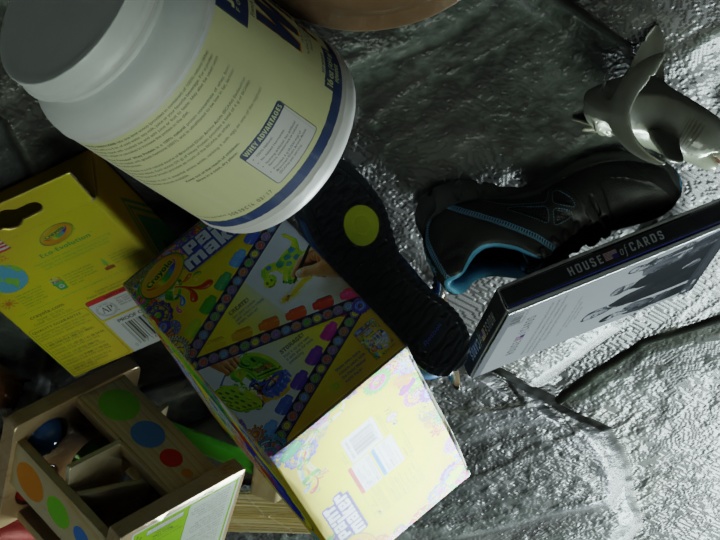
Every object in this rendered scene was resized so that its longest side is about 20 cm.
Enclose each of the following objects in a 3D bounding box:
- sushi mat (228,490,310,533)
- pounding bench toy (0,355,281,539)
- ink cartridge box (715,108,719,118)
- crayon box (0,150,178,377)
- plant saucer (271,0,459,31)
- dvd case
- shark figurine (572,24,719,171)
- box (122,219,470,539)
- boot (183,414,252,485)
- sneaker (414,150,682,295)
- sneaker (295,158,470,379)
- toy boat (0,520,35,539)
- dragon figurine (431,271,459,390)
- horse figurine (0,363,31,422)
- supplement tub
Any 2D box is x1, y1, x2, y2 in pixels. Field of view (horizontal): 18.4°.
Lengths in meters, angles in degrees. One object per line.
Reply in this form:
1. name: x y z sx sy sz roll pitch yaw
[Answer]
1. sushi mat: -0.113 0.201 1.870 0.199 0.012 0.096 -1 156 23
2. pounding bench toy: -0.169 0.154 1.737 0.199 0.156 0.125 -27 148 -37
3. ink cartridge box: 0.352 -0.138 1.566 0.115 0.067 0.200 11 137 -25
4. crayon box: -0.209 -0.011 1.614 0.126 0.051 0.200 -23 141 15
5. plant saucer: 0.011 -0.222 1.419 0.199 0.030 0.201 -7 141 -6
6. dvd case: 0.179 0.014 1.672 0.199 0.025 0.150 -20 163 -16
7. shark figurine: 0.192 -0.126 1.529 0.214 0.128 0.090 8 103 -62
8. box: -0.043 0.079 1.600 0.122 0.193 0.200 -38 146 -8
9. boot: -0.066 0.163 1.857 0.138 0.078 0.200 -25 129 28
10. sneaker: 0.144 -0.030 1.644 0.199 0.082 0.073 -13 140 2
11. sneaker: 0.000 0.000 1.635 0.200 0.066 0.078 54 157 -18
12. toy boat: -0.258 0.278 1.898 0.199 0.131 0.130 21 133 -33
13. dragon figurine: 0.025 0.058 1.739 0.099 0.059 0.200 -12 148 -7
14. horse figurine: -0.352 0.096 1.677 0.199 0.133 0.050 18 139 -13
15. supplement tub: -0.115 -0.126 1.416 0.145 0.146 0.200 -32 137 26
